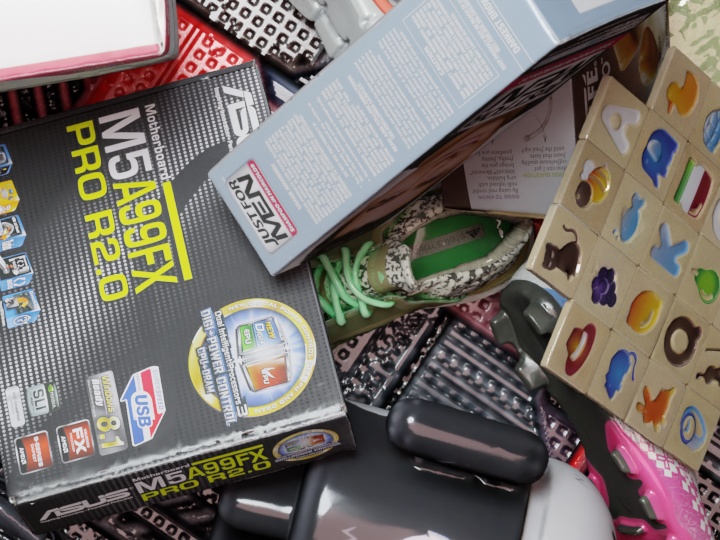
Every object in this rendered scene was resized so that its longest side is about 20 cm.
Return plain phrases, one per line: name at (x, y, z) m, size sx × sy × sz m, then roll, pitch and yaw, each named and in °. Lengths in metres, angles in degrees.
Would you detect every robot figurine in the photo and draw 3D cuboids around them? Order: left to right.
robot figurine at (0.027, 0.136, 1.094) m, size 0.199 × 0.150 × 0.125 m, roll 15°, pitch 77°, yaw -2°

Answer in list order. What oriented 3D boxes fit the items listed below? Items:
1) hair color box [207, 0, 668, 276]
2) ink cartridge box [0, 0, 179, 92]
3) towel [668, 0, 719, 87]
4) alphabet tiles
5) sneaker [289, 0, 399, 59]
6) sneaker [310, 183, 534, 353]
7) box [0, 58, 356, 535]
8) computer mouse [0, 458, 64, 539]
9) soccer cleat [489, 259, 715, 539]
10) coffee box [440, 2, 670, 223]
hair color box at (0.032, -0.081, 0.989) m, size 0.200 × 0.099 × 0.061 m, roll -37°, pitch 83°, yaw 40°
ink cartridge box at (-0.162, -0.128, 1.049) m, size 0.146 × 0.200 × 0.083 m, roll -10°, pitch 95°, yaw -2°
towel at (0.218, -0.134, 1.143) m, size 0.200 × 0.036 × 0.149 m, roll -33°, pitch 92°, yaw -2°
alphabet tiles at (0.156, -0.003, 1.075) m, size 0.200 × 0.006 × 0.167 m, roll 34°, pitch 74°, yaw -41°
sneaker at (0.009, -0.157, 1.130) m, size 0.082 × 0.077 × 0.201 m, roll -18°, pitch 84°, yaw -33°
sneaker at (0.000, 0.000, 1.103) m, size 0.199 × 0.089 × 0.077 m, roll -24°, pitch 89°, yaw -9°
box at (-0.102, 0.010, 1.062) m, size 0.160 × 0.044 × 0.201 m, roll -15°, pitch 62°, yaw 1°
computer mouse at (-0.153, 0.047, 1.124) m, size 0.138 × 0.053 × 0.200 m, roll 41°, pitch 89°, yaw -1°
soccer cleat at (0.144, 0.074, 1.128) m, size 0.086 × 0.070 × 0.200 m, roll -34°, pitch 102°, yaw -28°
coffee box at (0.090, -0.135, 1.064) m, size 0.079 × 0.114 × 0.201 m, roll 6°, pitch 109°, yaw 32°
